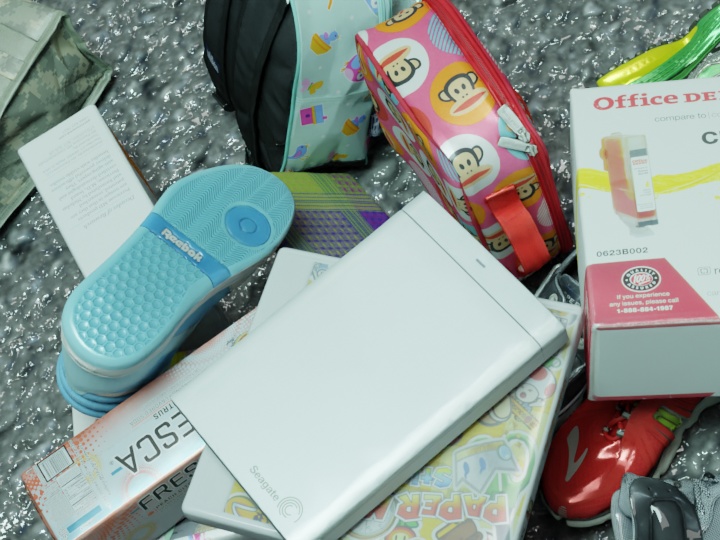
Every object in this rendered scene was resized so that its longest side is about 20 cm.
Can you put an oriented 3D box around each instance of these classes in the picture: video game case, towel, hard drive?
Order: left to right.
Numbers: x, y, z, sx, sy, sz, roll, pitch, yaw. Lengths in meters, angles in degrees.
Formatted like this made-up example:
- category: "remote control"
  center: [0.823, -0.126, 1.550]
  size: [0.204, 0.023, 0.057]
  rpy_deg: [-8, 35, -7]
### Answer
- category: "towel"
  center: [0.000, 0.000, 1.122]
  size: [0.200, 0.143, 0.023]
  rpy_deg: [49, 122, 29]
- category: "hard drive"
  center: [0.004, 0.058, 0.940]
  size: [0.200, 0.027, 0.132]
  rpy_deg: [-40, 60, -8]
- category: "video game case"
  center: [0.015, 0.085, 0.950]
  size: [0.199, 0.023, 0.183]
  rpy_deg: [11, 66, 18]

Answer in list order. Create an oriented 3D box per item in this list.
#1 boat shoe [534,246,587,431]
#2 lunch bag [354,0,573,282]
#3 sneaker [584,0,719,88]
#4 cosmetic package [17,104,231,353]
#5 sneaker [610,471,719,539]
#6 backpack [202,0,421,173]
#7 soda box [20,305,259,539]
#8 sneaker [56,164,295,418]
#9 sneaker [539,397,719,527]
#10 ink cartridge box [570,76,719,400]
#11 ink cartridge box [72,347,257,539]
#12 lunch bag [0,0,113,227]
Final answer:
- category: "boat shoe"
  center: [0.147, 0.031, 1.085]
  size: [0.072, 0.068, 0.200]
  rpy_deg: [38, 76, 17]
- category: "lunch bag"
  center: [0.078, -0.075, 1.090]
  size: [0.082, 0.200, 0.177]
  rpy_deg: [-31, 62, 0]
- category: "sneaker"
  center: [0.262, -0.136, 1.151]
  size: [0.200, 0.078, 0.085]
  rpy_deg: [-32, 65, 8]
- category: "cosmetic package"
  center: [-0.170, -0.015, 1.186]
  size: [0.071, 0.102, 0.200]
  rpy_deg: [-32, 59, -2]
- category: "sneaker"
  center: [0.223, 0.136, 0.991]
  size: [0.113, 0.076, 0.201]
  rpy_deg: [27, 75, 5]
- category: "backpack"
  center: [-0.035, -0.186, 1.182]
  size: [0.153, 0.200, 0.176]
  rpy_deg: [-17, 56, -12]
- category: "soda box"
  center: [-0.112, 0.107, 1.023]
  size: [0.200, 0.068, 0.064]
  rpy_deg: [-35, 62, -5]
- category: "sneaker"
  center: [-0.130, 0.018, 1.059]
  size: [0.080, 0.131, 0.200]
  rpy_deg: [43, 55, 9]
- category: "sneaker"
  center: [0.184, 0.077, 1.044]
  size: [0.077, 0.085, 0.200]
  rpy_deg: [37, 77, 30]
- category: "ink cartridge box"
  center: [0.208, -0.025, 1.010]
  size: [0.144, 0.084, 0.201]
  rpy_deg: [-4, 51, 6]
- category: "ink cartridge box"
  center: [-0.091, 0.130, 1.095]
  size: [0.199, 0.084, 0.145]
  rpy_deg: [-13, 60, 8]
- category: "lunch bag"
  center: [-0.329, -0.128, 1.287]
  size: [0.164, 0.118, 0.201]
  rpy_deg: [24, 77, 25]
